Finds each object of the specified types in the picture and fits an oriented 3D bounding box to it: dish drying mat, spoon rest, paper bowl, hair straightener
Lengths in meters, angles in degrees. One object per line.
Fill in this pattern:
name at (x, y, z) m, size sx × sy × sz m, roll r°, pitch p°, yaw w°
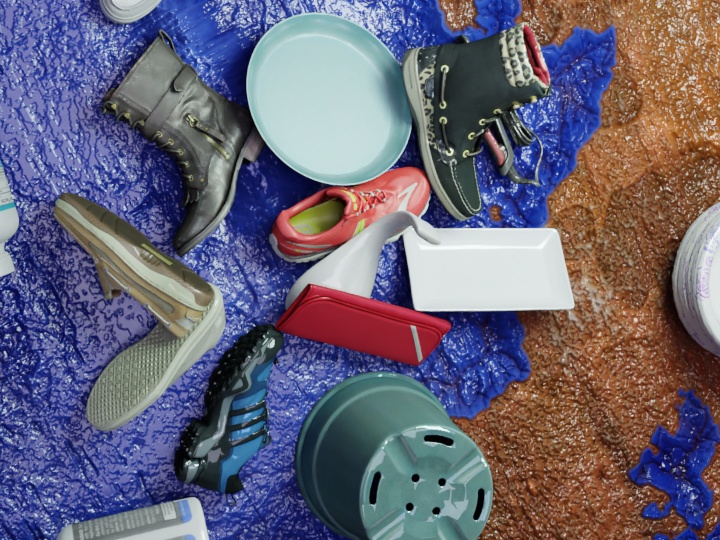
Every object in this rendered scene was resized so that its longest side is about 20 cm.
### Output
dish drying mat at (0.006, 0.064, 1.311) m, size 0.198 × 0.018 × 0.077 m, roll 16°, pitch 130°, yaw -34°
spoon rest at (0.000, 0.000, 1.298) m, size 0.199 × 0.061 × 0.099 m, roll -38°, pitch 136°, yaw 24°
paper bowl at (0.475, 0.010, 1.436) m, size 0.198 × 0.104 × 0.204 m, roll -1°, pitch 93°, yaw -15°
hair straightener at (0.164, -0.188, 1.371) m, size 0.077 × 0.041 × 0.201 m, roll -34°, pitch 96°, yaw -11°

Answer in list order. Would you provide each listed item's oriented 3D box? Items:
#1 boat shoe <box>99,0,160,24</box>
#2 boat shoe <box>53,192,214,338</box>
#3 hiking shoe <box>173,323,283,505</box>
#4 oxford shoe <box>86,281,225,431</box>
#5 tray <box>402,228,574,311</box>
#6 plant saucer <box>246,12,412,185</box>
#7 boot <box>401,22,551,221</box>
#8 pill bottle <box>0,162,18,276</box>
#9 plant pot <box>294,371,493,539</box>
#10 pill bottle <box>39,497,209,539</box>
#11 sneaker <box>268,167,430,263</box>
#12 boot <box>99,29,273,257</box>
boat shoe at (-0.205, -0.349, 1.250) m, size 0.072 × 0.068 × 0.200 m, roll 45°, pitch 82°, yaw -13°
boat shoe at (-0.254, -0.002, 1.243) m, size 0.199 × 0.072 × 0.077 m, roll 37°, pitch 102°, yaw 9°
hiking shoe at (-0.131, 0.155, 1.306) m, size 0.086 × 0.074 × 0.201 m, roll 28°, pitch 96°, yaw -22°
oxford shoe at (-0.217, 0.099, 1.280) m, size 0.075 × 0.058 × 0.200 m, roll 38°, pitch 83°, yaw 28°
tray at (0.148, 0.002, 1.373) m, size 0.197 × 0.022 × 0.109 m, roll 0°, pitch 64°, yaw -15°
plant saucer at (-0.036, -0.187, 1.300) m, size 0.198 × 0.027 × 0.203 m, roll 7°, pitch 73°, yaw -23°
boot at (0.141, -0.165, 1.308) m, size 0.152 × 0.073 × 0.206 m, roll -12°, pitch 103°, yaw 28°
pill bottle at (-0.415, -0.085, 1.188) m, size 0.110 × 0.111 × 0.202 m, roll -17°, pitch 97°, yaw -13°
plant pot at (0.045, 0.224, 1.286) m, size 0.198 × 0.196 × 0.203 m, roll -1°, pitch 93°, yaw -16°
pill bottle at (-0.261, 0.319, 1.253) m, size 0.197 × 0.114 × 0.115 m, roll -10°, pitch 96°, yaw -14°
sneaker at (-0.006, -0.065, 1.302) m, size 0.198 × 0.085 × 0.078 m, roll -24°, pitch 75°, yaw -13°
boot at (-0.205, -0.136, 1.269) m, size 0.173 × 0.069 × 0.202 m, roll 31°, pitch 75°, yaw -14°
